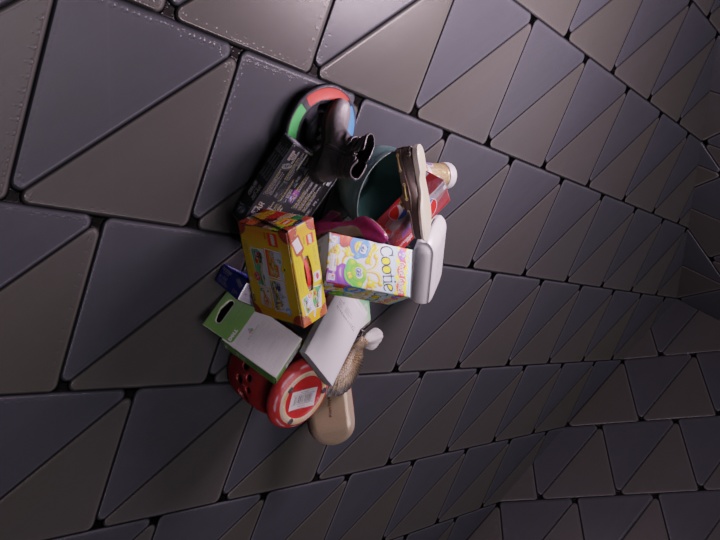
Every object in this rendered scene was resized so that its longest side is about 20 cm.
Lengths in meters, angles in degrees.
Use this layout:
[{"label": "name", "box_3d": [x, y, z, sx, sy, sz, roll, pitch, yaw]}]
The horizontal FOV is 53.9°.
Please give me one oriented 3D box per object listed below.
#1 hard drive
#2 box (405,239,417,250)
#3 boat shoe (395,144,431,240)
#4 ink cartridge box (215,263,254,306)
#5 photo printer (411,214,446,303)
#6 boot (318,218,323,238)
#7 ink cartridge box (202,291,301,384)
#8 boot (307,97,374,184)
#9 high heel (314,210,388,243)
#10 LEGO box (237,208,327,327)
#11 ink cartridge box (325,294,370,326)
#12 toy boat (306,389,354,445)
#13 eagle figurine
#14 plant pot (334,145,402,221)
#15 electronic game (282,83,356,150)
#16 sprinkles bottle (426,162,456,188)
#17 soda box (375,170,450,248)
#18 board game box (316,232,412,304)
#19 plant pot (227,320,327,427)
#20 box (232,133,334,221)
[{"label": "hard drive", "box_3d": [-0.058, 0.140, 1.612, 0.133, 0.026, 0.203, 56, 50, -40]}, {"label": "box", "box_3d": [0.113, -0.076, 1.756, 0.160, 0.050, 0.203, -72, 180, -45]}, {"label": "boat shoe", "box_3d": [0.113, -0.165, 1.523, 0.072, 0.058, 0.206, -32, 117, -65]}, {"label": "ink cartridge box", "box_3d": [-0.218, 0.053, 1.549, 0.199, 0.093, 0.045, 29, 93, -52]}, {"label": "photo printer", "box_3d": [0.182, -0.039, 1.900, 0.167, 0.068, 0.205, -59, 156, -52]}, {"label": "boot", "box_3d": [-0.094, -0.006, 1.677, 0.175, 0.066, 0.201, -45, 143, -12]}, {"label": "ink cartridge box", "box_3d": [-0.233, 0.142, 1.534, 0.105, 0.197, 0.060, -54, 174, -22]}, {"label": "boot", "box_3d": [-0.021, -0.263, 1.428, 0.069, 0.129, 0.205, 33, 64, -45]}, {"label": "high heel", "box_3d": [-0.032, -0.073, 1.515, 0.096, 0.197, 0.068, -46, 138, -24]}, {"label": "LEGO box", "box_3d": [-0.155, -0.007, 1.412, 0.077, 0.146, 0.205, -31, 123, -42]}, {"label": "ink cartridge box", "box_3d": [-0.037, 0.073, 1.678, 0.200, 0.049, 0.166, -37, 126, -62]}, {"label": "toy boat", "box_3d": [-0.083, 0.356, 1.888, 0.126, 0.131, 0.207, -6, 95, -2]}, {"label": "eagle figurine", "box_3d": [-0.043, 0.204, 1.798, 0.151, 0.202, 0.150, 42, 125, -17]}, {"label": "plant pot", "box_3d": [0.023, -0.198, 1.612, 0.198, 0.133, 0.205, -27, 134, -33]}, {"label": "electronic game", "box_3d": [-0.085, -0.294, 1.503, 0.197, 0.041, 0.205, -27, 132, -33]}, {"label": "sprinkles bottle", "box_3d": [0.161, -0.240, 1.787, 0.197, 0.068, 0.070, -7, 121, -45]}, {"label": "soda box", "box_3d": [0.113, -0.128, 1.599, 0.200, 0.063, 0.071, -45, 141, -16]}, {"label": "board game box", "box_3d": [0.000, 0.000, 1.493, 0.195, 0.104, 0.106, 10, 74, -24]}, {"label": "plant pot", "box_3d": [-0.183, 0.244, 1.649, 0.198, 0.181, 0.205, -26, 130, -35]}, {"label": "box", "box_3d": [-0.153, -0.164, 1.483, 0.159, 0.044, 0.202, 21, 109, -49]}]
